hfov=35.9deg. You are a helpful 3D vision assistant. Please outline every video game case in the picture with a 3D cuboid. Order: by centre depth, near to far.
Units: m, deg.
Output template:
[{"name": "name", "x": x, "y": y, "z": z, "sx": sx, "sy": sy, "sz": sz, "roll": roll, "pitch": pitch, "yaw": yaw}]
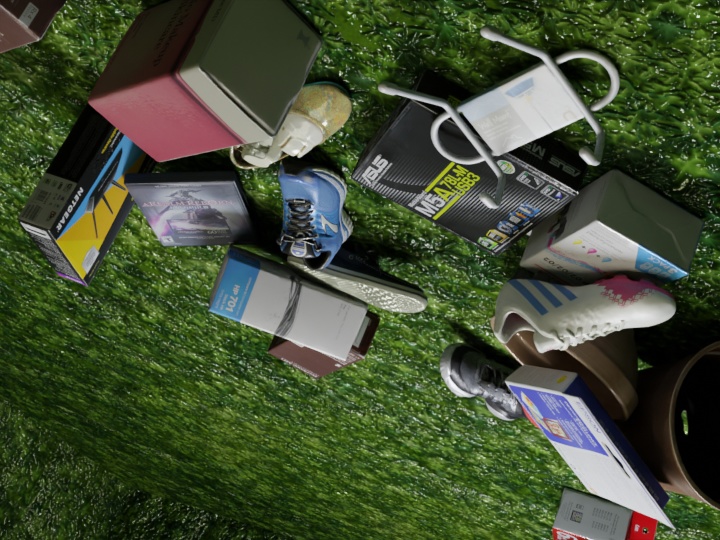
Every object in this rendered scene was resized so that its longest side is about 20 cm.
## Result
[{"name": "video game case", "x": -0.218, "y": -0.079, "z": 1.480, "sx": 0.142, "sy": 0.019, "sz": 0.200, "roll": -1, "pitch": 159, "yaw": 5}]

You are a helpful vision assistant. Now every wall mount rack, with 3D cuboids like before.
[{"name": "wall mount rack", "x": 0.121, "y": -0.146, "z": 0.991, "sx": 0.200, "sy": 0.075, "sz": 0.174, "roll": -23, "pitch": 122, "yaw": 38}]

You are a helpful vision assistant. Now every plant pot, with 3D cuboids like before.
[{"name": "plant pot", "x": 0.262, "y": 0.085, "z": 1.337, "sx": 0.201, "sy": 0.093, "sz": 0.201, "roll": 37, "pitch": 167, "yaw": 10}, {"name": "plant pot", "x": 0.406, "y": 0.193, "z": 1.359, "sx": 0.200, "sy": 0.201, "sz": 0.198, "roll": 29, "pitch": 163, "yaw": -13}]

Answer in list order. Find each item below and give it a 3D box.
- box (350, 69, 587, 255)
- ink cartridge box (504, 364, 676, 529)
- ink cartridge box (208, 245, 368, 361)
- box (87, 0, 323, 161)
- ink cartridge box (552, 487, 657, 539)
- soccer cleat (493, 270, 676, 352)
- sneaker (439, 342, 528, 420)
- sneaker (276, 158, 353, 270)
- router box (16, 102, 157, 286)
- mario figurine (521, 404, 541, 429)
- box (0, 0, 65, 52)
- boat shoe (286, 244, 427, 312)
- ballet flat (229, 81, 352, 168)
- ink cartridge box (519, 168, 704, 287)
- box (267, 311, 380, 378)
[{"name": "box", "x": 0.108, "y": -0.105, "z": 1.168, "sx": 0.193, "sy": 0.048, "sz": 0.200, "roll": 26, "pitch": 155, "yaw": -10}, {"name": "ink cartridge box", "x": 0.281, "y": 0.203, "z": 1.326, "sx": 0.198, "sy": 0.047, "sz": 0.200, "roll": 53, "pitch": 165, "yaw": -11}, {"name": "ink cartridge box", "x": -0.103, "y": 0.041, "z": 1.537, "sx": 0.199, "sy": 0.086, "sz": 0.146, "roll": 22, "pitch": -176, "yaw": -8}, {"name": "box", "x": -0.157, "y": -0.199, "z": 1.111, "sx": 0.199, "sy": 0.128, "sz": 0.109, "roll": -5, "pitch": 143, "yaw": 46}, {"name": "ink cartridge box", "x": 0.454, "y": 0.498, "z": 2.074, "sx": 0.175, "sy": 0.084, "sz": 0.200, "roll": 14, "pitch": 154, "yaw": 19}, {"name": "soccer cleat", "x": 0.230, "y": 0.052, "z": 1.163, "sx": 0.199, "sy": 0.087, "sz": 0.070, "roll": 2, "pitch": 149, "yaw": 39}, {"name": "sneaker", "x": 0.208, "y": 0.160, "z": 1.605, "sx": 0.114, "sy": 0.076, "sz": 0.200, "roll": -3, "pitch": 151, "yaw": 45}, {"name": "sneaker", "x": -0.059, "y": -0.062, "z": 1.357, "sx": 0.078, "sy": 0.089, "sz": 0.200, "roll": 13, "pitch": 155, "yaw": 20}, {"name": "router box", "x": -0.334, "y": -0.103, "z": 1.387, "sx": 0.051, "sy": 0.201, "sz": 0.149, "roll": 19, "pitch": 157, "yaw": 14}, {"name": "mario figurine", "x": 0.293, "y": 0.176, "z": 1.537, "sx": 0.200, "sy": 0.124, "sz": 0.106, "roll": 26, "pitch": 174, "yaw": -37}, {"name": "box", "x": -0.387, "y": -0.283, "z": 1.161, "sx": 0.199, "sy": 0.100, "sz": 0.075, "roll": -1, "pitch": 147, "yaw": 43}, {"name": "boat shoe", "x": 0.000, "y": 0.000, "z": 1.464, "sx": 0.199, "sy": 0.062, "sz": 0.075, "roll": 20, "pitch": 158, "yaw": 18}, {"name": "ballet flat", "x": -0.082, "y": -0.150, "z": 1.222, "sx": 0.071, "sy": 0.071, "sz": 0.200, "roll": 37, "pitch": 153, "yaw": -28}, {"name": "ink cartridge box", "x": 0.252, "y": -0.022, "z": 1.182, "sx": 0.115, "sy": 0.068, "sz": 0.200, "roll": 29, "pitch": 156, "yaw": -11}, {"name": "box", "x": -0.061, "y": 0.102, "z": 1.729, "sx": 0.100, "sy": 0.075, "sz": 0.200, "roll": 29, "pitch": 158, "yaw": -14}]
